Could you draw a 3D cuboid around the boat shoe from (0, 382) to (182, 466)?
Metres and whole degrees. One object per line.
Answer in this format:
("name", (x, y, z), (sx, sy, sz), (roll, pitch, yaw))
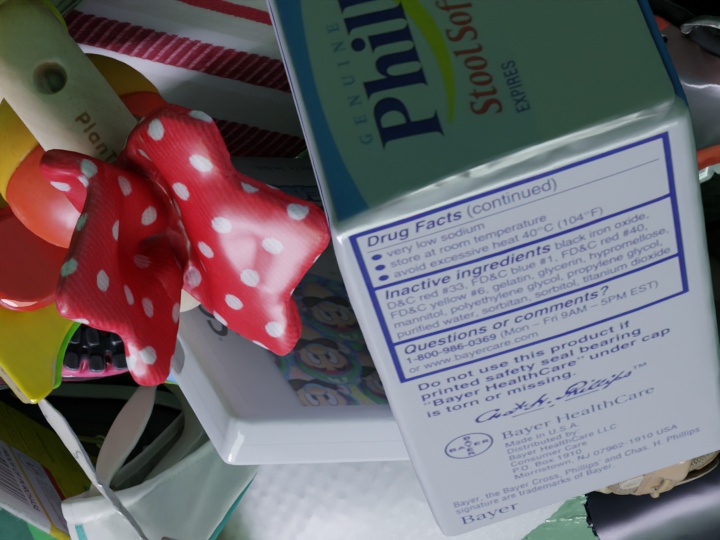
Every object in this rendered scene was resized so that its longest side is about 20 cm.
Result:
("boat shoe", (-0.149, 0.089, 1.182), (0.200, 0.061, 0.072), (13, 150, -32))

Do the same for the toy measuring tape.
("toy measuring tape", (-0.112, 0.025, 0.964), (0.073, 0.074, 0.200), (-31, 100, 44))

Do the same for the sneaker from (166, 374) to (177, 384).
("sneaker", (-0.001, 0.000, 1.003), (0.198, 0.083, 0.071), (-7, -170, -28))

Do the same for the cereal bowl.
("cereal bowl", (0.018, 0.110, 1.156), (0.199, 0.084, 0.200), (-15, 174, -1))

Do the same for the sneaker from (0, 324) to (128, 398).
("sneaker", (-0.170, 0.024, 1.025), (0.198, 0.081, 0.075), (2, 170, -6))

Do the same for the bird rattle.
("bird rattle", (-0.083, -0.046, 0.773), (0.113, 0.200, 0.163), (-47, 167, -6))

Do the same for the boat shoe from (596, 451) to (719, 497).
("boat shoe", (0.139, 0.076, 1.124), (0.064, 0.072, 0.200), (11, -176, 14))

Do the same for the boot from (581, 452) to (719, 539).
("boot", (0.236, 0.133, 1.316), (0.168, 0.077, 0.200), (-28, 139, 33))

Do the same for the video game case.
("video game case", (0.011, 0.010, 0.895), (0.199, 0.182, 0.024), (1, 121, -27))

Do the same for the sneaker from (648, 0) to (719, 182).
("sneaker", (0.111, -0.075, 0.899), (0.199, 0.077, 0.082), (-14, 122, 34))

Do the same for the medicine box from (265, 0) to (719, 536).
("medicine box", (0.035, -0.049, 0.745), (0.102, 0.183, 0.200), (-17, 148, 1))

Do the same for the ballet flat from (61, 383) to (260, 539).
("ballet flat", (-0.060, 0.058, 1.045), (0.069, 0.200, 0.070), (23, 140, 21))

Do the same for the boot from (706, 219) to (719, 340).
("boot", (0.159, 0.036, 1.019), (0.199, 0.146, 0.070), (26, 110, -41))

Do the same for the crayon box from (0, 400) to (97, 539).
("crayon box", (-0.133, 0.122, 1.086), (0.200, 0.127, 0.051), (36, 97, -36))

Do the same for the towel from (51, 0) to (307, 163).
("towel", (-0.055, -0.080, 0.892), (0.143, 0.023, 0.200), (11, 152, -34))
